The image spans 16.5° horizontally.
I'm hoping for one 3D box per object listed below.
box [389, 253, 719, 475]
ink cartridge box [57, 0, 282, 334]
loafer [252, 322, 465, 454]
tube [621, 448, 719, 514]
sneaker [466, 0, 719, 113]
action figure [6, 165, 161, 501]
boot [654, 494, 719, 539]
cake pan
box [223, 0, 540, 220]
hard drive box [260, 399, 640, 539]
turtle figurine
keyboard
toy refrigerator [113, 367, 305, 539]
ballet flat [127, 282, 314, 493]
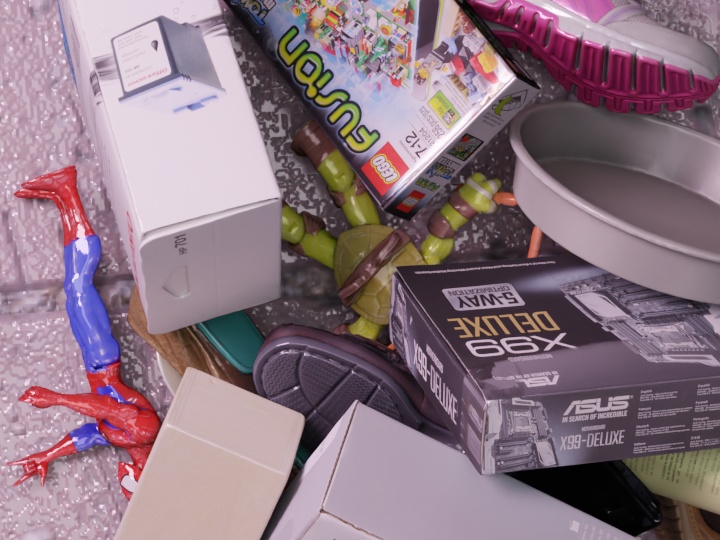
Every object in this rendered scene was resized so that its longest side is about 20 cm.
[{"bbox_3d":[0.132,0.046,1.393,0.198,0.158,0.050,-4,117,-17],"label":"box"},{"bbox_3d":[-0.110,-0.087,1.404,0.085,0.147,0.201,-16,69,-9],"label":"ink cartridge box"},{"bbox_3d":[0.022,0.085,1.447,0.199,0.063,0.072,32,121,-20],"label":"loafer"},{"bbox_3d":[0.187,0.104,1.409,0.199,0.052,0.058,12,114,25],"label":"tube"},{"bbox_3d":[0.128,-0.163,1.481,0.199,0.081,0.089,25,70,2],"label":"sneaker"},{"bbox_3d":[-0.180,0.050,1.469,0.098,0.065,0.201,-21,90,-13],"label":"action figure"},{"bbox_3d":[0.256,0.123,1.501,0.166,0.072,0.201,-29,101,-13],"label":"boot"},{"bbox_3d":[0.175,-0.038,1.443,0.199,0.201,0.037,17,114,-4],"label":"cake pan"},{"bbox_3d":[0.004,-0.139,1.442,0.110,0.035,0.200,-45,63,14],"label":"box"},{"bbox_3d":[0.047,0.177,1.374,0.199,0.156,0.077,26,52,-9],"label":"hard drive box"},{"bbox_3d":[0.000,0.000,1.473,0.161,0.064,0.200,44,113,9],"label":"turtle figurine"},{"bbox_3d":[0.083,0.157,1.447,0.199,0.040,0.104,-29,114,30],"label":"keyboard"},{"bbox_3d":[-0.103,0.159,1.428,0.075,0.070,0.201,22,120,-3],"label":"toy refrigerator"},{"bbox_3d":[-0.068,0.079,1.477,0.200,0.072,0.068,47,41,1],"label":"ballet flat"}]
